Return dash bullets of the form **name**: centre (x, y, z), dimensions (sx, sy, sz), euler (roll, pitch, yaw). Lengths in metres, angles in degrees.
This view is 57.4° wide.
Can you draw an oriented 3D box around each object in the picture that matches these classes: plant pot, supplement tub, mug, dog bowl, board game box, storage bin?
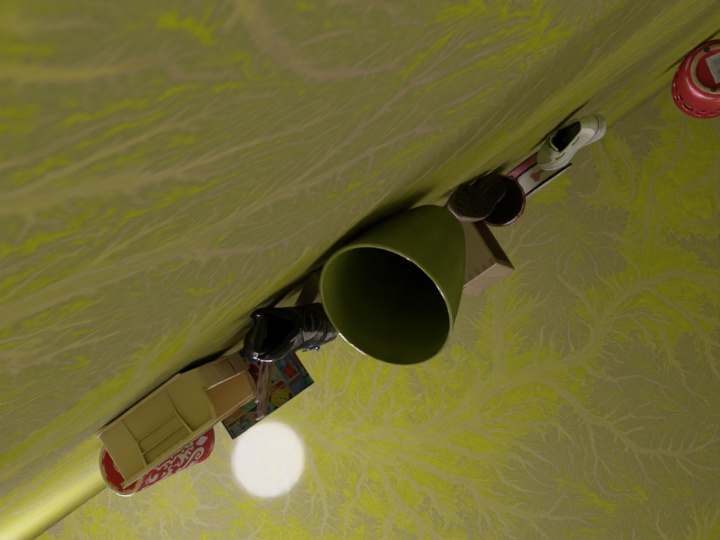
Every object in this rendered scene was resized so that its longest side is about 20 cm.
- **plant pot**: centre (1.013, -0.555, 1.899), dimensions (0.200, 0.201, 0.182), euler (-36, 168, 18)
- **supplement tub**: centre (0.299, -0.147, 1.396), dimensions (0.107, 0.107, 0.200), euler (-36, 175, 15)
- **mug**: centre (-0.400, 0.328, 1.286), dimensions (0.132, 0.180, 0.200), euler (3, -172, 25)
- **dog bowl**: centre (0.429, -0.235, 1.657), dimensions (0.199, 0.074, 0.200), euler (-35, 176, -3)
- **board game box**: centre (-0.208, 0.222, 1.296), dimensions (0.199, 0.136, 0.034), euler (-35, 175, 13)
- **plant pot**: centre (0.070, -0.006, 0.910), dimensions (0.187, 0.187, 0.200), euler (-39, -171, 42)
- **storage bin**: centre (-0.286, 0.230, 1.071), dimensions (0.198, 0.094, 0.200), euler (-36, 175, 7)

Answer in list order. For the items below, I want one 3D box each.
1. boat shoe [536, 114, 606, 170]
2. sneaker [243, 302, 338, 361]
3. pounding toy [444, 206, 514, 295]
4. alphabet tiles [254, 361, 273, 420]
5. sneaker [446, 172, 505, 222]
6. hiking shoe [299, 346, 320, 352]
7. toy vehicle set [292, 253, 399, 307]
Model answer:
- **boat shoe**: centre (0.411, -0.266, 1.347), dimensions (0.066, 0.074, 0.200), euler (-3, 163, -22)
- **sneaker**: centre (-0.133, 0.091, 0.944), dimensions (0.114, 0.077, 0.199), euler (0, 169, -42)
- **pounding toy**: centre (0.202, -0.050, 1.389), dimensions (0.142, 0.201, 0.184), euler (-36, 161, 19)
- **alphabet tiles**: centre (-0.160, 0.166, 1.110), dimensions (0.007, 0.169, 0.200), euler (9, 163, -11)
- **sneaker**: centre (0.201, -0.118, 1.201), dimensions (0.075, 0.071, 0.199), euler (-37, 175, 40)
- **hiking shoe**: centre (-0.126, 0.147, 1.426), dimensions (0.199, 0.087, 0.074), euler (-34, 175, -10)
- **toy vehicle set**: centre (-0.009, 0.015, 1.025), dimensions (0.199, 0.027, 0.124), euler (-23, 160, -35)
